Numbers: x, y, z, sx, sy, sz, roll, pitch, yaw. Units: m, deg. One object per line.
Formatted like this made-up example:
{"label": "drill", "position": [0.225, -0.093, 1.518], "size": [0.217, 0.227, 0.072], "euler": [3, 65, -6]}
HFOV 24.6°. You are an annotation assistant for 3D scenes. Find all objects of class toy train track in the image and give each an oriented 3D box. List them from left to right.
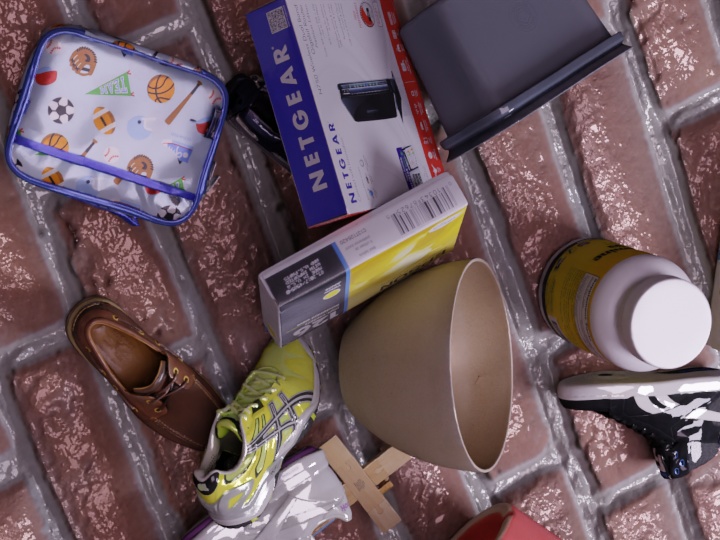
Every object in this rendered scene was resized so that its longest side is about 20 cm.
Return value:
{"label": "toy train track", "position": [-0.037, 0.235, 1.650], "size": [0.199, 0.033, 0.115], "euler": [-37, 106, -1]}

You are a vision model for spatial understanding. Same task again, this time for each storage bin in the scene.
{"label": "storage bin", "position": [0.135, -0.212, 1.577], "size": [0.199, 0.145, 0.135], "euler": [-32, 93, -30]}

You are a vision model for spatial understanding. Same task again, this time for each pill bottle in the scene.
{"label": "pill bottle", "position": [0.259, 0.035, 1.616], "size": [0.111, 0.200, 0.114], "euler": [-3, 99, -16]}

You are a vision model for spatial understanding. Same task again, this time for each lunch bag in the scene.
{"label": "lunch bag", "position": [-0.221, -0.128, 1.517], "size": [0.198, 0.076, 0.162], "euler": [18, 95, -17]}

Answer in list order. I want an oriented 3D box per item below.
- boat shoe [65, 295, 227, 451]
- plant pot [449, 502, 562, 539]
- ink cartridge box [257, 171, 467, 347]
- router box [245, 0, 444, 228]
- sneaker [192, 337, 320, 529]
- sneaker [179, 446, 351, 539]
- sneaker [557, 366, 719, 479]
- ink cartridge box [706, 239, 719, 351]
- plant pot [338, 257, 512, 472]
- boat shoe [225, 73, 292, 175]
{"label": "boat shoe", "position": [-0.196, 0.106, 1.562], "size": [0.200, 0.068, 0.072], "euler": [44, 85, -18]}
{"label": "plant pot", "position": [0.162, 0.343, 1.649], "size": [0.177, 0.200, 0.201], "euler": [45, 85, -7]}
{"label": "ink cartridge box", "position": [0.000, 0.000, 1.537], "size": [0.196, 0.200, 0.047], "euler": [-30, 75, -9]}
{"label": "router box", "position": [-0.008, -0.150, 1.512], "size": [0.179, 0.048, 0.202], "euler": [-16, 89, -56]}
{"label": "sneaker", "position": [-0.096, 0.141, 1.557], "size": [0.077, 0.075, 0.202], "euler": [58, 44, -49]}
{"label": "sneaker", "position": [-0.099, 0.259, 1.589], "size": [0.199, 0.075, 0.100], "euler": [-35, 90, 5]}
{"label": "sneaker", "position": [0.298, 0.163, 1.714], "size": [0.197, 0.073, 0.113], "euler": [-2, 97, -18]}
{"label": "ink cartridge box", "position": [0.454, -0.006, 1.728], "size": [0.143, 0.087, 0.203], "euler": [5, 99, -18]}
{"label": "plant pot", "position": [0.056, 0.092, 1.589], "size": [0.133, 0.200, 0.203], "euler": [-3, 102, 22]}
{"label": "boat shoe", "position": [-0.040, -0.114, 1.561], "size": [0.199, 0.093, 0.075], "euler": [29, 90, -18]}
